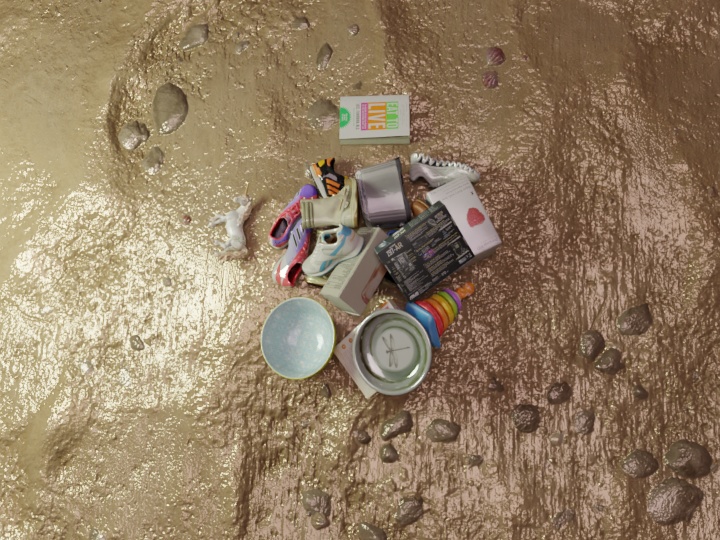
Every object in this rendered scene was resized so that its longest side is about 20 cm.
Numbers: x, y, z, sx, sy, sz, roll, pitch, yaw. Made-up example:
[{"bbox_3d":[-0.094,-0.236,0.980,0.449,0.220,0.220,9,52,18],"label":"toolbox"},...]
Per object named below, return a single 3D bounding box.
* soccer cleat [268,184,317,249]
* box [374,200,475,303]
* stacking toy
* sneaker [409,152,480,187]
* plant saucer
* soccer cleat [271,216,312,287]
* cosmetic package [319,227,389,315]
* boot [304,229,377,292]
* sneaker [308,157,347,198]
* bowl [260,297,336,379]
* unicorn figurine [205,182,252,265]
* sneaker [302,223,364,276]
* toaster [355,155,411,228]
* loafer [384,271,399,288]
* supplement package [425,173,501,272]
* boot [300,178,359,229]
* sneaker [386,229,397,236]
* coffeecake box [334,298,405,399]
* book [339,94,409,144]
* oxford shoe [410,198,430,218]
[{"bbox_3d":[-0.181,-0.150,1.663,0.067,0.073,0.202,33,82,9],"label":"soccer cleat"},{"bbox_3d":[0.154,-0.043,1.486,0.198,0.044,0.161,-36,112,3],"label":"box"},{"bbox_3d":[0.219,0.090,1.584,0.198,0.118,0.109,-35,38,-21],"label":"stacking toy"},{"bbox_3d":[0.226,-0.259,1.672,0.195,0.075,0.083,14,89,12],"label":"sneaker"},{"bbox_3d":[0.079,0.191,1.470,0.195,0.050,0.206,1,92,20],"label":"plant saucer"},{"bbox_3d":[-0.162,-0.051,1.626,0.072,0.068,0.203,21,83,40],"label":"soccer cleat"},{"bbox_3d":[0.000,0.000,1.525,0.087,0.103,0.202,40,75,-28],"label":"cosmetic package"},{"bbox_3d":[-0.040,-0.024,1.628,0.195,0.073,0.159,10,83,12],"label":"boot"},{"bbox_3d":[-0.065,-0.216,1.672,0.089,0.070,0.203,-28,76,0],"label":"sneaker"},{"bbox_3d":[-0.144,0.180,1.566,0.195,0.108,0.205,-4,73,13],"label":"bowl"},{"bbox_3d":[-0.350,-0.122,1.674,0.134,0.074,0.205,-11,91,-9],"label":"unicorn figurine"},{"bbox_3d":[-0.083,-0.053,1.532,0.080,0.198,0.078,38,42,-27],"label":"sneaker"},{"bbox_3d":[0.060,-0.205,1.643,0.126,0.114,0.205,-11,76,3],"label":"toaster"},{"bbox_3d":[0.076,-0.006,1.607,0.198,0.063,0.073,34,118,15],"label":"loafer"},{"bbox_3d":[0.264,-0.121,1.609,0.119,0.120,0.203,-25,78,-4],"label":"supplement package"},{"bbox_3d":[-0.079,-0.171,1.574,0.151,0.073,0.202,-4,36,2],"label":"boot"},{"bbox_3d":[0.145,-0.046,1.618,0.197,0.085,0.078,26,80,7],"label":"sneaker"},{"bbox_3d":[0.053,0.193,1.544,0.200,0.073,0.154,-42,77,16],"label":"coffeecake box"},{"bbox_3d":[0.040,-0.423,1.729,0.195,0.048,0.137,-1,74,5],"label":"book"},{"bbox_3d":[0.171,-0.090,1.567,0.070,0.071,0.203,-18,74,-24],"label":"oxford shoe"}]
